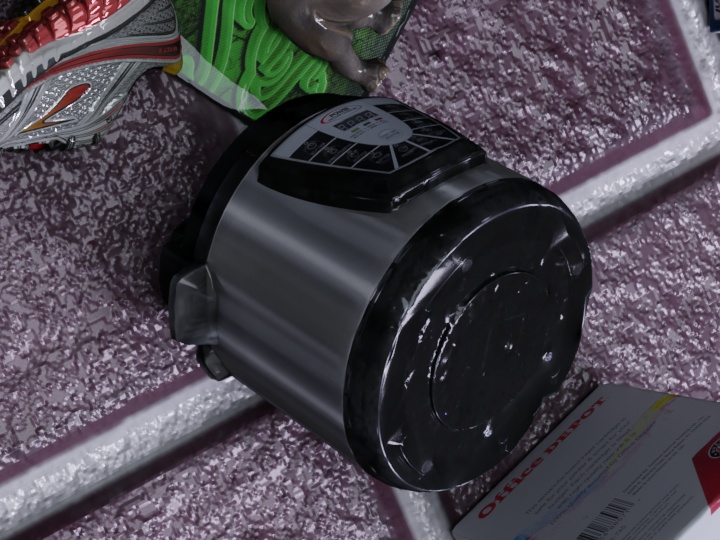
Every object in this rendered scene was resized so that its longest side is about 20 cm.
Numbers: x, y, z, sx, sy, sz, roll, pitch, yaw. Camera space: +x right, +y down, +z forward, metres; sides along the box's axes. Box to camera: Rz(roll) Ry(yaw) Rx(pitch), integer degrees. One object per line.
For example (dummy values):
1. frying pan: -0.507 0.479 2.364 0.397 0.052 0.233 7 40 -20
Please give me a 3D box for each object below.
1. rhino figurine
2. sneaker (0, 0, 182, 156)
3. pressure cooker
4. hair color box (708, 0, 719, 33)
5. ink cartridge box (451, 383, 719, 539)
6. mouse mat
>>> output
1. rhino figurine: 0.021 -0.188 0.876 0.087 0.200 0.060 19 43 -27
2. sneaker: -0.170 -0.087 0.841 0.200 0.078 0.083 -40 122 -21
3. pressure cooker: -0.001 0.003 0.855 0.180 0.199 0.176 -57 141 -2
4. hair color box: 0.308 -0.186 0.974 0.099 0.200 0.061 -3 92 -22
5. ink cartridge box: 0.179 0.171 0.925 0.145 0.200 0.145 -40 107 -16
6. mouse mat: -0.038 -0.184 0.938 0.160 0.008 0.201 31 80 -19
